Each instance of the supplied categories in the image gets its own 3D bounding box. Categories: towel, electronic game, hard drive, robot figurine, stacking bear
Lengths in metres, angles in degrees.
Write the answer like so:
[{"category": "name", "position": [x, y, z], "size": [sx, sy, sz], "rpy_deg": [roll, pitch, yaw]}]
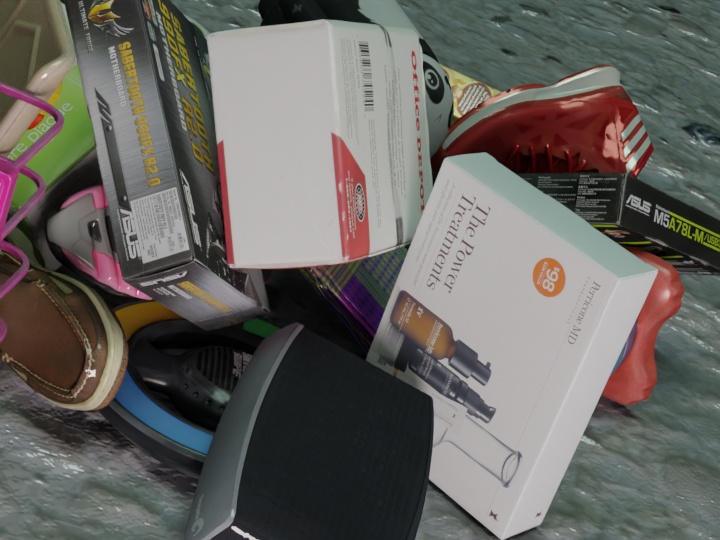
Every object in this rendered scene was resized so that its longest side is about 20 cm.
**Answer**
[{"category": "towel", "position": [0.000, 0.000, 1.250], "size": [0.200, 0.023, 0.144], "rpy_deg": [49, 25, -8]}, {"category": "electronic game", "position": [-0.085, 0.076, 1.099], "size": [0.199, 0.042, 0.200], "rpy_deg": [18, 24, -8]}, {"category": "hard drive", "position": [-0.021, 0.118, 1.007], "size": [0.134, 0.042, 0.200], "rpy_deg": [30, 35, -8]}, {"category": "robot figurine", "position": [-0.005, -0.162, 1.364], "size": [0.150, 0.125, 0.200], "rpy_deg": [-5, 47, -31]}, {"category": "stacking bear", "position": [0.129, 0.052, 1.248], "size": [0.113, 0.122, 0.200], "rpy_deg": [29, 29, 31]}]

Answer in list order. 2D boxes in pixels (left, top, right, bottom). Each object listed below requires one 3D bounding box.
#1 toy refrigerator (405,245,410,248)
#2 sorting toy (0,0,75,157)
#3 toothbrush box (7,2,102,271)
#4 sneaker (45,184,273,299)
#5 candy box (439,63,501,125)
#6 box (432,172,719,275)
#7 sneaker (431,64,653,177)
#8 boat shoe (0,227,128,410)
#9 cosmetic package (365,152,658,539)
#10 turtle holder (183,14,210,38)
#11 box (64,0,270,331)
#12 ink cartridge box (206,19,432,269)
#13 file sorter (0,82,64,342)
[{"category": "toy refrigerator", "position": [0.015, -0.057, 1.423], "size": [0.076, 0.070, 0.200], "rpy_deg": [22, 23, 17]}, {"category": "sorting toy", "position": [-0.237, -0.110, 1.070], "size": [0.036, 0.185, 0.200], "rpy_deg": [26, 28, -32]}, {"category": "toothbrush box", "position": [-0.246, -0.115, 1.223], "size": [0.200, 0.086, 0.146], "rpy_deg": [35, 66, 26]}, {"category": "sneaker", "position": [-0.151, -0.017, 1.183], "size": [0.095, 0.079, 0.200], "rpy_deg": [-2, -6, 38]}, {"category": "candy box", "position": [0.065, -0.126, 1.533], "size": [0.199, 0.116, 0.055], "rpy_deg": [26, 55, 9]}, {"category": "box", "position": [0.173, -0.037, 1.376], "size": [0.199, 0.048, 0.193], "rpy_deg": [3, -12, 40]}, {"category": "sneaker", "position": [0.160, -0.092, 1.415], "size": [0.199, 0.078, 0.116], "rpy_deg": [-24, 70, -20]}, {"category": "boat shoe", "position": [-0.219, 0.026, 1.054], "size": [0.075, 0.075, 0.202], "rpy_deg": [15, 11, -42]}, {"category": "cosmetic package", "position": [0.086, 0.048, 1.104], "size": [0.151, 0.201, 0.052], "rpy_deg": [36, 29, 30]}, {"category": "turtle holder", "position": [-0.155, -0.132, 1.356], "size": [0.185, 0.132, 0.141], "rpy_deg": [11, 26, -21]}, {"category": "box", "position": [-0.119, -0.074, 1.071], "size": [0.158, 0.048, 0.201], "rpy_deg": [43, 32, -71]}, {"category": "ink cartridge box", "position": [-0.021, -0.083, 1.107], "size": [0.082, 0.148, 0.200], "rpy_deg": [-3, 4, 17]}, {"category": "file sorter", "position": [-0.259, -0.010, 0.941], "size": [0.138, 0.201, 0.126], "rpy_deg": [22, 24, 1]}]
